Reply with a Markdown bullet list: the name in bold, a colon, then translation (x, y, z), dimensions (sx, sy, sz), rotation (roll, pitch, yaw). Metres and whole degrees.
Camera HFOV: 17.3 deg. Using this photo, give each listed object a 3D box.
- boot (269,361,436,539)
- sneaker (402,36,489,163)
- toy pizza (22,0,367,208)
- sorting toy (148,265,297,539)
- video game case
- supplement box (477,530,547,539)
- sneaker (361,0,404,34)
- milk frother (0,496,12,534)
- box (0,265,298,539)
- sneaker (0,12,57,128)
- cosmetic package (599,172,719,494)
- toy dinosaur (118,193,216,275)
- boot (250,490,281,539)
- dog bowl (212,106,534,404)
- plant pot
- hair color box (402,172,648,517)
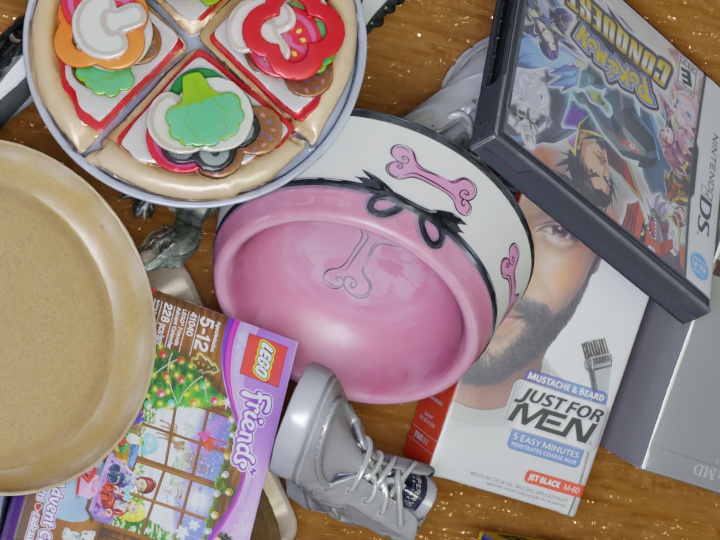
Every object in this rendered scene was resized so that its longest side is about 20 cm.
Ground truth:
- **boot**: translation (0.003, 0.115, 1.432), dimensions (0.095, 0.200, 0.074), rotation (21, 78, 9)
- **sneaker**: translation (0.063, -0.085, 1.480), dimensions (0.199, 0.087, 0.075), rotation (-35, 104, -9)
- **toy pizza**: translation (-0.095, -0.135, 1.356), dimensions (0.198, 0.032, 0.202), rotation (1, 75, -4)
- **sorting toy**: translation (-0.158, 0.117, 1.482), dimensions (0.184, 0.036, 0.201), rotation (-26, 101, -10)
- **video game case**: translation (0.154, -0.092, 1.461), dimensions (0.200, 0.025, 0.182), rotation (37, 47, -29)
- **supplement box**: translation (0.120, 0.285, 1.533), dimensions (0.109, 0.109, 0.202), rotation (13, 95, -36)
- **sneaker**: translation (0.004, -0.181, 1.455), dimensions (0.097, 0.071, 0.202), rotation (21, 92, -16)
- **milk frother**: translation (-0.281, 0.062, 1.336), dimensions (0.187, 0.200, 0.182), rotation (11, 84, -4)
- **box**: translation (-0.125, 0.114, 1.370), dimensions (0.136, 0.039, 0.201), rotation (20, 68, -18)
- **sneaker**: translation (-0.151, -0.141, 1.419), dimensions (0.200, 0.074, 0.080), rotation (-38, 112, -7)
- **cosmetic package**: translation (0.241, 0.044, 1.553), dimensions (0.106, 0.090, 0.202), rotation (16, 91, -20)
- **toy dinosaur**: translation (-0.105, -0.075, 1.429), dimensions (0.047, 0.088, 0.201), rotation (37, 62, -37)
- **boot**: translation (-0.105, 0.125, 1.455), dimensions (0.075, 0.073, 0.202), rotation (-21, 96, -41)
- **dog bowl**: translation (0.000, 0.000, 1.419), dimensions (0.200, 0.200, 0.074), rotation (37, 47, -18)
- **plant pot**: translation (-0.206, 0.027, 1.306), dimensions (0.199, 0.027, 0.202), rotation (11, 69, -32)
- **hair color box**: translation (0.114, 0.046, 1.529), dimensions (0.110, 0.064, 0.202), rotation (17, 93, -17)
